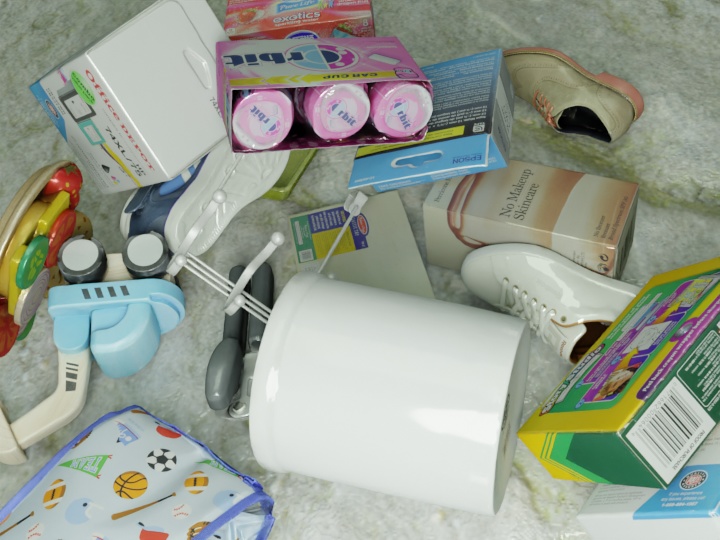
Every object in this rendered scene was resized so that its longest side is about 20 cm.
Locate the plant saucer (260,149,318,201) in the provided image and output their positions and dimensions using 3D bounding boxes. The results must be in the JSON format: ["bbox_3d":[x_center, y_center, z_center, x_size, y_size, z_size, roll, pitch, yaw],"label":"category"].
[{"bbox_3d":[-0.130,-0.158,1.147,0.196,0.048,0.201,11,49,21],"label":"plant saucer"}]

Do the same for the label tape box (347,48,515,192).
[{"bbox_3d":[0.077,-0.135,0.952,0.141,0.067,0.202,-9,41,21],"label":"label tape box"}]

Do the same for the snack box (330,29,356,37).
[{"bbox_3d":[0.026,-0.212,1.141,0.114,0.037,0.202,14,38,-26],"label":"snack box"}]

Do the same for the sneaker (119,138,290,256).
[{"bbox_3d":[-0.181,-0.098,1.029,0.145,0.081,0.201,10,53,44],"label":"sneaker"}]

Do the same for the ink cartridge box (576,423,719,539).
[{"bbox_3d":[0.277,0.139,0.702,0.085,0.144,0.200,48,61,-6],"label":"ink cartridge box"}]

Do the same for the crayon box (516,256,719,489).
[{"bbox_3d":[0.234,0.077,0.738,0.058,0.172,0.200,47,73,-2],"label":"crayon box"}]

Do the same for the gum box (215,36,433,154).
[{"bbox_3d":[-0.034,-0.171,0.899,0.196,0.067,0.114,-6,35,-14],"label":"gum box"}]

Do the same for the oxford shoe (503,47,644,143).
[{"bbox_3d":[0.233,-0.210,1.120,0.198,0.071,0.075,25,59,31],"label":"oxford shoe"}]

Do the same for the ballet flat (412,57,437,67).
[{"bbox_3d":[0.085,-0.205,1.096,0.198,0.070,0.069,-4,32,-45],"label":"ballet flat"}]

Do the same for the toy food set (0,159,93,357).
[{"bbox_3d":[-0.324,-0.013,0.941,0.048,0.201,0.200,23,48,-3],"label":"toy food set"}]

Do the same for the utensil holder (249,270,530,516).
[{"bbox_3d":[0.030,0.101,0.777,0.196,0.172,0.171,9,47,17],"label":"utensil holder"}]

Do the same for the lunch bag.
[{"bbox_3d":[-0.183,0.219,0.733,0.168,0.125,0.201,24,61,31],"label":"lunch bag"}]

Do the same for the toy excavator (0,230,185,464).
[{"bbox_3d":[-0.266,0.077,0.912,0.190,0.100,0.203,-5,59,-5],"label":"toy excavator"}]

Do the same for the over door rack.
[{"bbox_3d":[-0.081,-0.045,0.913,0.066,0.147,0.202,-26,33,54],"label":"over door rack"}]

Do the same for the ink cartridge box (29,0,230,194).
[{"bbox_3d":[-0.228,-0.187,0.999,0.146,0.148,0.199,-43,22,-27],"label":"ink cartridge box"}]

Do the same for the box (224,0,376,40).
[{"bbox_3d":[-0.077,-0.311,1.256,0.196,0.096,0.104,-7,44,4],"label":"box"}]

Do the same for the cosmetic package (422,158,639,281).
[{"bbox_3d":[0.172,-0.047,0.954,0.197,0.088,0.104,13,50,22],"label":"cosmetic package"}]

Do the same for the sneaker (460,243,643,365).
[{"bbox_3d":[0.178,0.035,0.882,0.197,0.074,0.085,16,47,22],"label":"sneaker"}]

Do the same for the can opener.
[{"bbox_3d":[-0.113,0.062,0.920,0.052,0.067,0.202,-7,40,5],"label":"can opener"}]

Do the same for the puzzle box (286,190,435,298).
[{"bbox_3d":[0.000,0.000,0.983,0.130,0.026,0.202,-13,45,-2],"label":"puzzle box"}]
